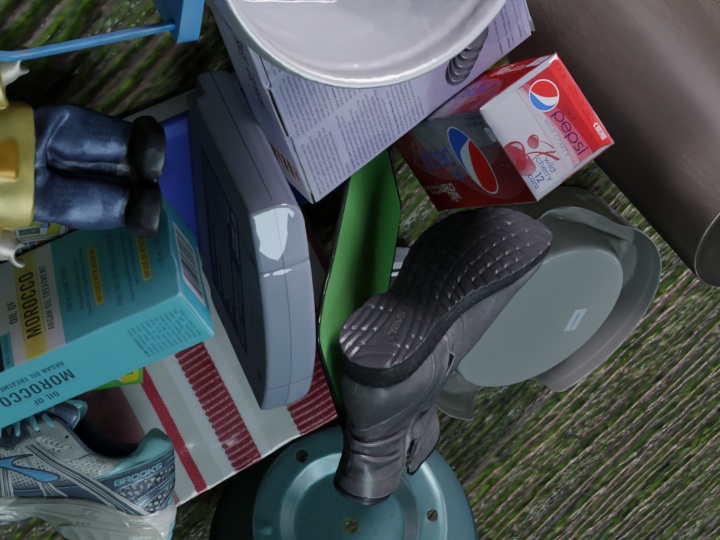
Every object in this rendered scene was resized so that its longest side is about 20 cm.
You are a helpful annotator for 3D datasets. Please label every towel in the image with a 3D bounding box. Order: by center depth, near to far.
[{"bbox_3d":[-0.097,0.062,1.751,0.199,0.023,0.145,-29,104,-9],"label":"towel"}]

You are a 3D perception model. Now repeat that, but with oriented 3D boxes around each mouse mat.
[{"bbox_3d":[0.000,0.000,1.705,0.007,0.201,0.161,4,148,13],"label":"mouse mat"}]

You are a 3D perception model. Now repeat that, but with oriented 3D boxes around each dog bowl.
[{"bbox_3d":[0.121,0.021,1.931,0.199,0.059,0.201,-23,146,-17],"label":"dog bowl"}]

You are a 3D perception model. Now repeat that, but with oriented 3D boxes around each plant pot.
[{"bbox_3d":[-0.011,0.187,1.845,0.199,0.201,0.188,-30,169,-7],"label":"plant pot"}]

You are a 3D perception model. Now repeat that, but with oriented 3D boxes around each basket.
[{"bbox_3d":[0.213,-0.098,1.728,0.136,0.200,0.180,-47,146,19],"label":"basket"}]

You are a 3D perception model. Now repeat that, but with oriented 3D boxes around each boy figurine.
[{"bbox_3d":[-0.212,-0.066,1.493,0.199,0.064,0.125,6,98,-20],"label":"boy figurine"}]

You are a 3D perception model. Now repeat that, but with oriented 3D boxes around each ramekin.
[{"bbox_3d":[-0.014,-0.205,1.417,0.199,0.105,0.201,-8,107,-25],"label":"ramekin"}]

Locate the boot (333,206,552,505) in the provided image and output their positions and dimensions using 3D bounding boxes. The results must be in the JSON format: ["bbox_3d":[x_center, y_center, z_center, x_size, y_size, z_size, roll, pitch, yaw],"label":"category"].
[{"bbox_3d":[0.046,0.053,1.700,0.200,0.070,0.132,-36,144,-36],"label":"boot"}]

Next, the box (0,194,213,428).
[{"bbox_3d":[-0.190,0.034,1.569,0.199,0.083,0.049,-24,140,10],"label":"box"}]

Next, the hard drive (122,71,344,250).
[{"bbox_3d":[-0.096,-0.065,1.658,0.199,0.025,0.132,-24,146,-16],"label":"hard drive"}]

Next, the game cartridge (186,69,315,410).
[{"bbox_3d":[-0.065,-0.010,1.607,0.041,0.134,0.201,-14,144,-10],"label":"game cartridge"}]

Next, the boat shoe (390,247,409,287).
[{"bbox_3d":[-0.034,0.052,1.821,0.199,0.071,0.072,-25,146,-14],"label":"boat shoe"}]

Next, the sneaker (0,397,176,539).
[{"bbox_3d":[-0.212,0.117,1.705,0.199,0.078,0.087,12,105,0],"label":"sneaker"}]

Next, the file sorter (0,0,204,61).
[{"bbox_3d":[-0.149,-0.222,1.310,0.122,0.139,0.201,-14,142,-22],"label":"file sorter"}]

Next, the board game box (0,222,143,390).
[{"bbox_3d":[-0.203,0.010,1.625,0.134,0.029,0.201,-8,142,-8],"label":"board game box"}]

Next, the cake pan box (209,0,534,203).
[{"bbox_3d":[0.007,-0.159,1.571,0.184,0.052,0.200,-41,146,-12],"label":"cake pan box"}]

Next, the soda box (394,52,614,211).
[{"bbox_3d":[0.084,-0.084,1.649,0.063,0.070,0.200,-36,-171,-13],"label":"soda box"}]
